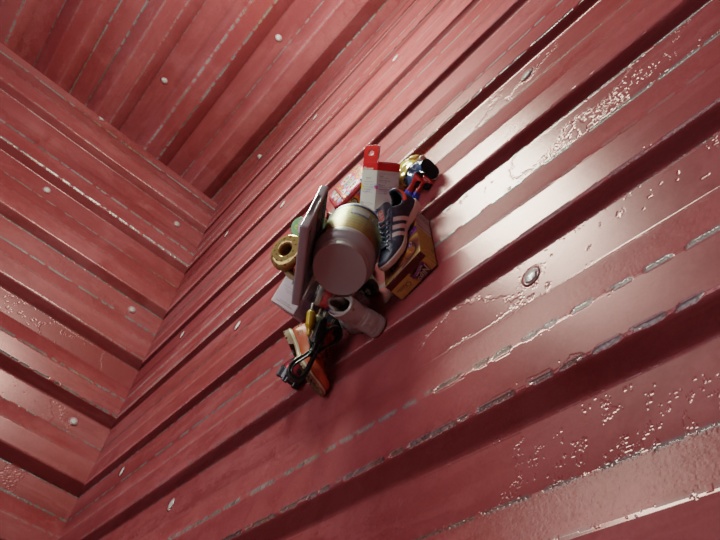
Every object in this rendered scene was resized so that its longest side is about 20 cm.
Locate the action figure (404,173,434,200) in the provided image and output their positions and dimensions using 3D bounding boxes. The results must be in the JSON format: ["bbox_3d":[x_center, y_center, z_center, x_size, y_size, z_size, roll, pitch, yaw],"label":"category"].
[{"bbox_3d":[0.107,-0.131,1.666,0.052,0.065,0.202,44,117,29],"label":"action figure"}]

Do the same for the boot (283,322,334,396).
[{"bbox_3d":[-0.098,0.192,1.600,0.105,0.076,0.202,-24,49,-9],"label":"boot"}]

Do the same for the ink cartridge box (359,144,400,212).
[{"bbox_3d":[0.049,-0.216,1.793,0.116,0.066,0.206,-157,71,-68],"label":"ink cartridge box"}]

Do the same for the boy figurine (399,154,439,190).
[{"bbox_3d":[0.123,-0.243,1.805,0.126,0.064,0.199,-59,20,-8],"label":"boy figurine"}]

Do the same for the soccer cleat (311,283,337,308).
[{"bbox_3d":[-0.071,0.058,1.725,0.200,0.072,0.070,-67,-1,-82],"label":"soccer cleat"}]

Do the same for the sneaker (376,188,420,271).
[{"bbox_3d":[0.062,-0.095,1.531,0.074,0.084,0.203,-28,33,49],"label":"sneaker"}]

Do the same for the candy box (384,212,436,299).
[{"bbox_3d":[0.105,-0.041,1.555,0.117,0.056,0.202,-46,21,23],"label":"candy box"}]

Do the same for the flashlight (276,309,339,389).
[{"bbox_3d":[-0.124,0.190,1.700,0.202,0.067,0.068,-56,-15,-9],"label":"flashlight"}]

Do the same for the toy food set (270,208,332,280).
[{"bbox_3d":[-0.128,-0.068,1.738,0.199,0.048,0.200,31,85,48],"label":"toy food set"}]

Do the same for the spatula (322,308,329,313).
[{"bbox_3d":[-0.046,0.059,1.775,0.202,0.020,0.056,-54,26,-6],"label":"spatula"}]

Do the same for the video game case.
[{"bbox_3d":[-0.111,-0.057,1.530,0.184,0.022,0.204,-71,-8,-55],"label":"video game case"}]

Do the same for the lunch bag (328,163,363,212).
[{"bbox_3d":[-0.021,-0.220,2.035,0.176,0.082,0.200,-47,18,3],"label":"lunch bag"}]

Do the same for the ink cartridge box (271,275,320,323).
[{"bbox_3d":[-0.131,0.030,1.830,0.203,0.082,0.147,-58,-19,-8],"label":"ink cartridge box"}]

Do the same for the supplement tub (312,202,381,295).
[{"bbox_3d":[-0.027,-0.049,1.556,0.144,0.144,0.201,-43,13,27],"label":"supplement tub"}]

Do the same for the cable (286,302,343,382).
[{"bbox_3d":[-0.104,0.174,1.563,0.050,0.096,0.203,-28,32,52],"label":"cable"}]

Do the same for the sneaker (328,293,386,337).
[{"bbox_3d":[-0.029,0.089,1.568,0.075,0.115,0.199,-60,20,-12],"label":"sneaker"}]

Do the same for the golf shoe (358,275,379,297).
[{"bbox_3d":[0.000,0.000,1.692,0.087,0.078,0.199,-37,29,-15],"label":"golf shoe"}]
